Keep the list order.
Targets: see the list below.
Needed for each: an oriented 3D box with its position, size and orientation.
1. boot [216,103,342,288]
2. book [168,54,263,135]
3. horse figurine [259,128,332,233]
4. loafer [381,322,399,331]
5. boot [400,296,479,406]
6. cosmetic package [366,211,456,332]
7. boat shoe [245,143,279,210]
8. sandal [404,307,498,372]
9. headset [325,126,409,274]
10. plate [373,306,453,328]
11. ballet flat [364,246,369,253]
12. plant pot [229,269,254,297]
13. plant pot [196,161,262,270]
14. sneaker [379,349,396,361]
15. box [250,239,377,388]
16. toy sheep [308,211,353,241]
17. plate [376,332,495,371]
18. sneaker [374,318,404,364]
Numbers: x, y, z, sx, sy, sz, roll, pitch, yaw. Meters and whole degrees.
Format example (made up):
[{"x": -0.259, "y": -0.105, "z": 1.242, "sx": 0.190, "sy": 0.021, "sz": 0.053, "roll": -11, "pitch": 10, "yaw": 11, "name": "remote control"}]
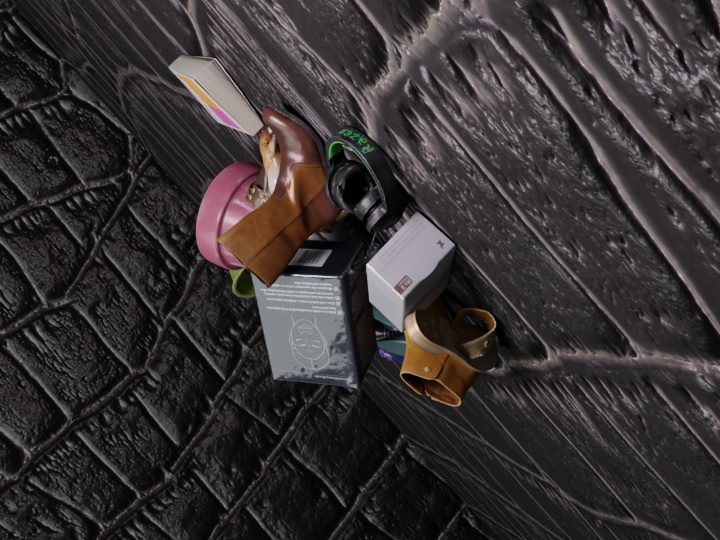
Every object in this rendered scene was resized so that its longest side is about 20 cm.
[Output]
[{"x": -0.127, "y": -0.107, "z": 1.301, "sx": 0.189, "sy": 0.200, "sz": 0.068, "roll": 50, "pitch": 169, "yaw": -24, "name": "boot"}, {"x": -0.242, "y": -0.289, "z": 1.530, "sx": 0.134, "sy": 0.048, "sz": 0.200, "roll": 49, "pitch": 171, "yaw": -28, "name": "book"}, {"x": -0.109, "y": -0.138, "z": 1.412, "sx": 0.132, "sy": 0.050, "sz": 0.202, "roll": -25, "pitch": 85, "yaw": 60, "name": "horse figurine"}, {"x": 0.035, "y": 0.049, "z": 1.672, "sx": 0.200, "sy": 0.071, "sz": 0.063, "roll": 29, "pitch": 142, "yaw": 59, "name": "loafer"}, {"x": 0.084, "y": 0.100, "z": 1.334, "sx": 0.200, "sy": 0.144, "sz": 0.071, "roll": 31, "pitch": 134, "yaw": 9, "name": "boot"}, {"x": 0.066, "y": 0.007, "z": 1.237, "sx": 0.074, "sy": 0.102, "sz": 0.200, "roll": 42, "pitch": 168, "yaw": 14, "name": "cosmetic package"}, {"x": -0.157, "y": -0.118, "z": 1.539, "sx": 0.071, "sy": 0.070, "sz": 0.202, "roll": -92, "pitch": 4, "yaw": -57, "name": "boat shoe"}, {"x": 0.152, "y": 0.084, "z": 1.260, "sx": 0.211, "sy": 0.069, "sz": 0.078, "roll": 18, "pitch": -133, "yaw": -46, "name": "sandal"}, {"x": -0.001, "y": -0.084, "z": 1.173, "sx": 0.123, "sy": 0.094, "sz": 0.201, "roll": 39, "pitch": 156, "yaw": 39, "name": "headset"}, {"x": 0.055, "y": 0.058, "z": 1.484, "sx": 0.199, "sy": 0.026, "sz": 0.200, "roll": 24, "pitch": 160, "yaw": 10, "name": "plate"}, {"x": 0.000, "y": 0.000, "z": 1.548, "sx": 0.072, "sy": 0.068, "sz": 0.200, "roll": 12, "pitch": 169, "yaw": -2, "name": "ballet flat"}, {"x": -0.233, "y": -0.076, "z": 2.002, "sx": 0.191, "sy": 0.199, "sz": 0.200, "roll": 55, "pitch": 174, "yaw": 21, "name": "plant pot"}, {"x": -0.174, "y": -0.079, "z": 1.705, "sx": 0.178, "sy": 0.201, "sz": 0.200, "roll": 24, "pitch": 161, "yaw": 26, "name": "plant pot"}, {"x": 0.085, "y": 0.143, "z": 1.742, "sx": 0.200, "sy": 0.088, "sz": 0.081, "roll": 40, "pitch": 167, "yaw": 28, "name": "sneaker"}, {"x": -0.066, "y": 0.064, "z": 1.410, "sx": 0.147, "sy": 0.107, "sz": 0.202, "roll": 3, "pitch": 121, "yaw": 19, "name": "box"}, {"x": -0.080, "y": -0.046, "z": 1.495, "sx": 0.137, "sy": 0.200, "sz": 0.139, "roll": 28, "pitch": -145, "yaw": -22, "name": "toy sheep"}, {"x": 0.123, "y": 0.129, "z": 1.498, "sx": 0.198, "sy": 0.026, "sz": 0.200, "roll": 12, "pitch": 168, "yaw": 3, "name": "plate"}, {"x": 0.074, "y": 0.121, "z": 1.677, "sx": 0.199, "sy": 0.078, "sz": 0.070, "roll": 34, "pitch": -178, "yaw": 24, "name": "sneaker"}]
